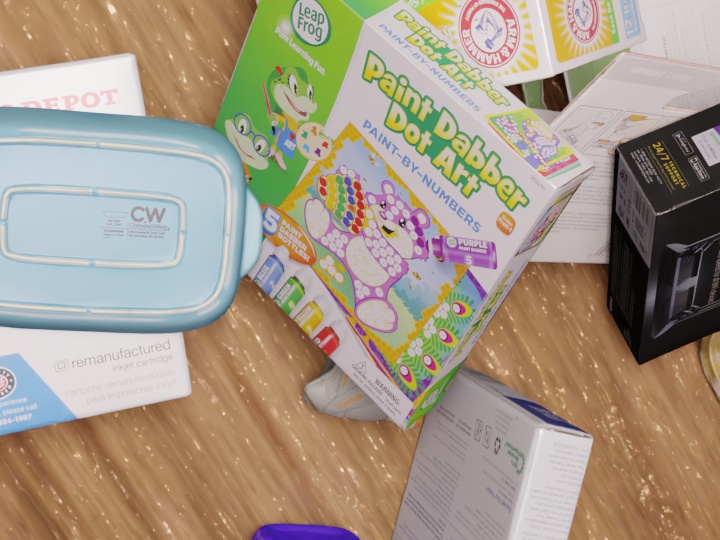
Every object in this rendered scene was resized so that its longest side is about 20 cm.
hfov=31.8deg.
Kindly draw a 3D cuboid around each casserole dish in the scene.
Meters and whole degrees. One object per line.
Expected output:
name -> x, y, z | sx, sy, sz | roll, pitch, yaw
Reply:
casserole dish -> -0.146, -0.025, 0.687 | 0.198, 0.039, 0.123 | 3, 96, -18

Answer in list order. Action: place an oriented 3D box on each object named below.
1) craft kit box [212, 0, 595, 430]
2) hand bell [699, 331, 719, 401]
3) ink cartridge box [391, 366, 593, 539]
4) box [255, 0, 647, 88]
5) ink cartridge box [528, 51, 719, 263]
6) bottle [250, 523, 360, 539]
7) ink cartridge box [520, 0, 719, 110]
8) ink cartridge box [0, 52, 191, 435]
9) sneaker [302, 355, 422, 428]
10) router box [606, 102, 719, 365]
craft kit box -> 0.003, -0.045, 0.701 | 0.200, 0.198, 0.048 | 43, 40, 17
hand bell -> 0.348, 0.028, 0.897 | 0.199, 0.104, 0.105 | -34, 104, -20
ink cartridge box -> 0.066, 0.171, 0.770 | 0.043, 0.196, 0.202 | 13, 93, -14
box -> 0.045, -0.157, 0.714 | 0.101, 0.199, 0.114 | -25, 105, -45
ink cartridge box -> 0.153, -0.072, 0.746 | 0.198, 0.176, 0.045 | 1, 53, -39
bottle -> -0.044, 0.269, 0.821 | 0.083, 0.065, 0.203 | 5, 95, -15
ink cartridge box -> 0.189, -0.133, 0.838 | 0.198, 0.059, 0.105 | -16, 102, -12
ink cartridge box -> -0.188, -0.017, 0.740 | 0.143, 0.084, 0.202 | -10, 99, -13
sneaker -> 0.000, 0.000, 0.800 | 0.091, 0.076, 0.203 | 1, 91, -3
router box -> 0.233, -0.032, 0.769 | 0.156, 0.201, 0.053 | -22, 61, -3
